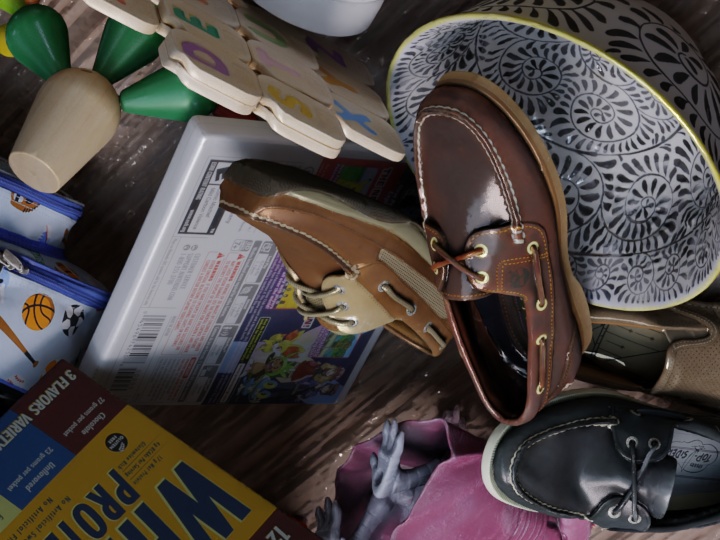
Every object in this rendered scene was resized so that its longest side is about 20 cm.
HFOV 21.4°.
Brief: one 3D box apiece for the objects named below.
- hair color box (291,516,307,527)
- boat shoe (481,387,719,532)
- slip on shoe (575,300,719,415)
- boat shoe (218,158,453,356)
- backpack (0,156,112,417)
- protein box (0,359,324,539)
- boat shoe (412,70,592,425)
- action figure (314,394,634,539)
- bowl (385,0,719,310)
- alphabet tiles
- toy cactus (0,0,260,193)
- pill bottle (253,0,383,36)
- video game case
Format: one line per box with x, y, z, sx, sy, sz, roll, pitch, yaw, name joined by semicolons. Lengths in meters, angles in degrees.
-0.109;0.251;1.263;0.061;0.102;0.200;27;122;0;hair color box
0.161;0.113;1.069;0.199;0.066;0.075;12;97;-35;boat shoe
0.181;0.048;1.090;0.199;0.061;0.076;20;123;3;slip on shoe
0.000;0.000;1.020;0.076;0.200;0.074;24;90;44;boat shoe
-0.242;0.001;1.108;0.190;0.200;0.154;34;87;-33;backpack
-0.137;0.198;1.069;0.198;0.135;0.200;33;144;15;protein box
0.070;-0.006;0.986;0.070;0.070;0.200;9;136;41;boat shoe
0.084;0.144;1.114;0.200;0.149;0.134;13;162;-35;action figure
0.121;-0.082;0.994;0.200;0.094;0.201;27;148;19;bowl
-0.064;-0.125;0.965;0.195;0.200;0.015;26;113;-25;alphabet tiles
-0.137;-0.108;1.031;0.200;0.165;0.102;27;149;5;toy cactus
0.010;-0.221;0.947;0.112;0.113;0.200;29;122;-3;pill bottle
-0.050;0.000;1.084;0.182;0.023;0.200;2;130;-35;video game case
